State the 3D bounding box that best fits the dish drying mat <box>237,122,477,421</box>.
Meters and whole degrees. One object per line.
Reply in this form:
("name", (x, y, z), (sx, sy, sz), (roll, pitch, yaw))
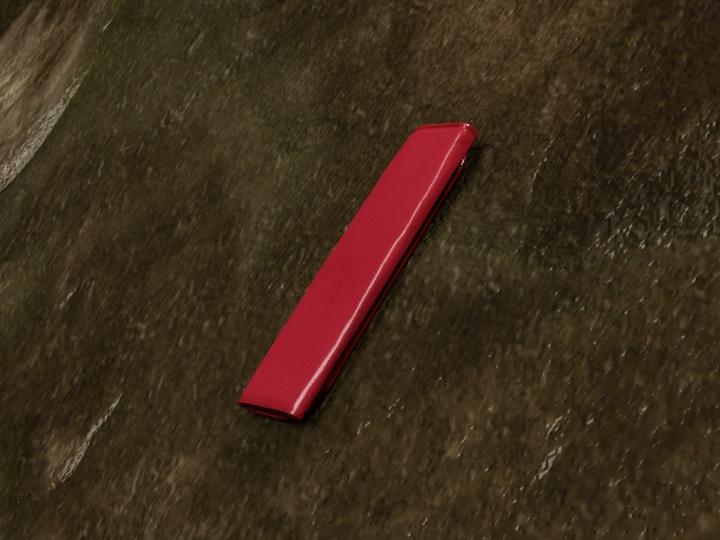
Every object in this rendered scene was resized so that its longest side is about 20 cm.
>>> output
("dish drying mat", (0.000, 0.000, 1.195), (0.201, 0.018, 0.077), (-59, 26, -14))
